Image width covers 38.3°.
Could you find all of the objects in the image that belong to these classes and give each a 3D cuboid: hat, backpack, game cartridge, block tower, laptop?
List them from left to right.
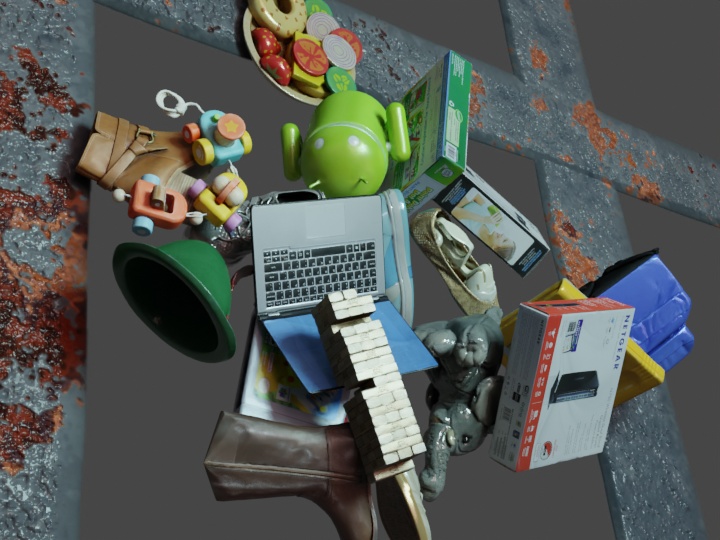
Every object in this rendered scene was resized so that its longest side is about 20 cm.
[{"bbox_3d":[-0.158,-0.015,1.139,0.176,0.199,0.166,-48,112,-31],"label":"hat"},{"bbox_3d":[-0.075,0.125,1.211,0.132,0.040,0.202,21,55,-22],"label":"game cartridge"},{"bbox_3d":[-0.017,0.019,1.203,0.185,0.115,0.203,-8,98,-35],"label":"laptop"},{"bbox_3d":[0.009,0.122,1.122,0.053,0.058,0.202,-11,73,-29],"label":"block tower"},{"bbox_3d":[0.288,0.120,1.431,0.200,0.176,0.033,41,44,-10],"label":"game cartridge"},{"bbox_3d":[0.388,0.079,1.531,0.161,0.200,0.169,-30,89,-2],"label":"backpack"}]

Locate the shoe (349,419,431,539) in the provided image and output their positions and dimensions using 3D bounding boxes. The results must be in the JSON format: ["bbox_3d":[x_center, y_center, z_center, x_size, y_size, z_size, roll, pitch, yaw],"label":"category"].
[{"bbox_3d":[0.046,0.243,1.229,0.053,0.070,0.202,-8,67,-33],"label":"shoe"}]

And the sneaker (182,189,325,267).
[{"bbox_3d":[-0.130,-0.065,1.266,0.199,0.082,0.075,-25,80,-39],"label":"sneaker"}]

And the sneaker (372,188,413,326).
[{"bbox_3d":[0.000,0.000,1.340,0.128,0.080,0.203,-7,102,-7],"label":"sneaker"}]

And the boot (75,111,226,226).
[{"bbox_3d":[-0.245,-0.153,1.242,0.153,0.074,0.201,23,40,-13],"label":"boot"}]

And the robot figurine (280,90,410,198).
[{"bbox_3d":[-0.018,-0.163,1.382,0.201,0.173,0.117,-80,160,-55],"label":"robot figurine"}]

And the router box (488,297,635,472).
[{"bbox_3d":[0.254,0.138,1.298,0.178,0.049,0.203,-3,108,-41],"label":"router box"}]

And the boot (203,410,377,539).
[{"bbox_3d":[-0.080,0.250,1.127,0.197,0.064,0.190,5,89,-19],"label":"boot"}]

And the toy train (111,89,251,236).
[{"bbox_3d":[-0.190,-0.123,1.175,0.149,0.056,0.202,21,56,-23],"label":"toy train"}]

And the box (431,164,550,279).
[{"bbox_3d":[0.180,-0.087,1.522,0.199,0.060,0.117,40,13,-12],"label":"box"}]

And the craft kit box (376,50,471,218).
[{"bbox_3d":[0.073,-0.168,1.422,0.048,0.197,0.202,28,49,-26],"label":"craft kit box"}]

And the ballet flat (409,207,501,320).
[{"bbox_3d":[0.146,-0.004,1.472,0.201,0.065,0.070,51,45,-2],"label":"ballet flat"}]

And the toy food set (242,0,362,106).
[{"bbox_3d":[-0.081,-0.326,1.499,0.196,0.049,0.202,20,52,-30],"label":"toy food set"}]

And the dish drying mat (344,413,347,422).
[{"bbox_3d":[-0.054,0.154,1.241,0.076,0.018,0.203,9,60,-31],"label":"dish drying mat"}]

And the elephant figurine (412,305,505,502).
[{"bbox_3d":[0.129,0.166,1.318,0.142,0.153,0.203,-87,166,-83],"label":"elephant figurine"}]
